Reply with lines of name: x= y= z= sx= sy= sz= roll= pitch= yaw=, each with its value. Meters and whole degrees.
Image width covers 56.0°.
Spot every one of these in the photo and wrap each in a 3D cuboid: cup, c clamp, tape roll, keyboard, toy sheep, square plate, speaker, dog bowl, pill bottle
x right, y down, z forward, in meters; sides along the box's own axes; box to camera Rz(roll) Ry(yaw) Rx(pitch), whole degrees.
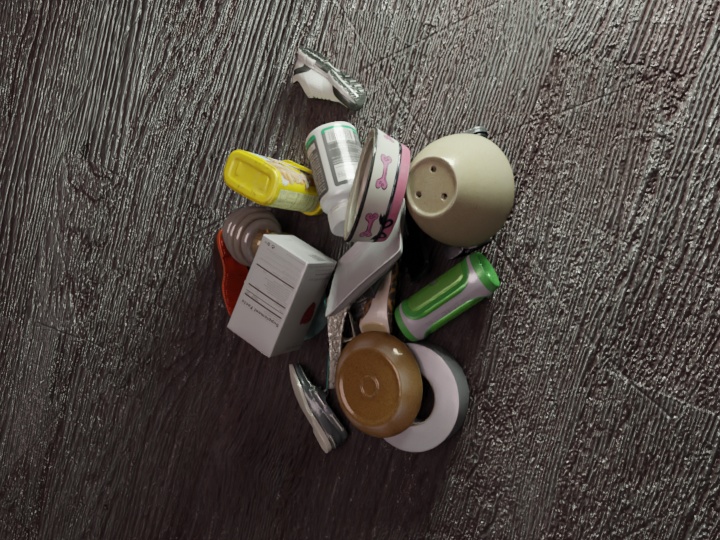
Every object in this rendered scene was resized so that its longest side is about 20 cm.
cup: x=0.152 y=-0.140 z=1.176 sx=0.196 sy=0.142 sz=0.206 roll=3 pitch=95 yaw=31
c clamp: x=0.000 y=0.000 z=1.389 sx=0.198 sy=0.027 sz=0.173 roll=-34 pitch=81 yaw=18
tape roll: x=0.108 y=0.240 z=1.305 sx=0.196 sy=0.066 sz=0.206 roll=-1 pitch=88 yaw=29
keyboard: x=0.098 y=-0.076 z=1.312 sx=0.105 sy=0.039 sz=0.204 roll=123 pitch=139 yaw=-55
toy sheep: x=-0.226 y=-0.072 z=1.439 sx=0.198 sy=0.136 sz=0.142 roll=21 pitch=100 yaw=48
square plate: x=0.017 y=-0.021 z=1.252 sx=0.028 sy=0.202 sz=0.197 roll=39 pitch=117 yaw=-17
speaker: x=0.160 y=0.052 z=1.269 sx=0.198 sy=0.088 sz=0.090 roll=-36 pitch=74 yaw=22
dog bowl: x=0.029 y=-0.142 z=1.188 sx=0.072 sy=0.200 sz=0.205 roll=14 pitch=97 yaw=-9
pill bottle: x=-0.037 y=-0.180 z=1.349 sx=0.111 sy=0.112 sz=0.205 roll=-23 pitch=71 yaw=25

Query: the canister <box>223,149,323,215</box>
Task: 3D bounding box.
canister: x=-0.167 y=-0.178 z=1.382 sx=0.147 sy=0.199 sz=0.088 roll=29 pitch=103 yaw=24

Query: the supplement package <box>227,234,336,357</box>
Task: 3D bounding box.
supplement package: x=-0.154 y=0.047 z=1.334 sx=0.118 sy=0.121 sz=0.204 roll=30 pitch=104 yaw=22

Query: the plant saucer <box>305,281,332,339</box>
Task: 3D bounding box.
plant saucer: x=-0.147 y=0.050 z=1.459 sx=0.196 sy=0.038 sz=0.207 roll=0 pitch=89 yaw=27

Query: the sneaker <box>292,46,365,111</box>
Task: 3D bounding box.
sneaker: x=-0.067 y=-0.383 z=1.416 sx=0.200 sy=0.073 sz=0.081 roll=44 pitch=123 yaw=26

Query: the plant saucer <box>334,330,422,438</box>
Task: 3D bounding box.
plant saucer: x=0.024 y=0.219 z=1.290 sx=0.196 sy=0.035 sz=0.206 roll=1 pitch=91 yaw=32

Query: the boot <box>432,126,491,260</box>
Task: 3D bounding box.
boot: x=0.197 y=-0.140 z=1.263 sx=0.163 sy=0.065 sz=0.205 roll=-27 pitch=74 yaw=33

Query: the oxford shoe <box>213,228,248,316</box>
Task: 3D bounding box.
oxford shoe: x=-0.294 y=0.007 z=1.534 sx=0.072 sy=0.070 sz=0.206 roll=-7 pitch=89 yaw=56

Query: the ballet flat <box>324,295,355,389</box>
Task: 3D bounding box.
ballet flat: x=-0.041 y=0.149 z=1.377 sx=0.070 sy=0.071 sz=0.206 roll=7 pitch=106 yaw=27

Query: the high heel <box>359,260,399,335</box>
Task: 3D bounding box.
high heel: x=0.050 y=0.053 z=1.339 sx=0.070 sy=0.144 sz=0.203 roll=12 pitch=136 yaw=20

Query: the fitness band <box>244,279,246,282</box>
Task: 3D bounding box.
fitness band: x=-0.182 y=0.074 z=1.435 sx=0.196 sy=0.037 sz=0.147 roll=-19 pitch=80 yaw=27

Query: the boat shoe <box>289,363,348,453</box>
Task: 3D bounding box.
boat shoe: x=-0.091 y=0.280 z=1.425 sx=0.061 sy=0.073 sz=0.203 roll=-22 pitch=66 yaw=-18
